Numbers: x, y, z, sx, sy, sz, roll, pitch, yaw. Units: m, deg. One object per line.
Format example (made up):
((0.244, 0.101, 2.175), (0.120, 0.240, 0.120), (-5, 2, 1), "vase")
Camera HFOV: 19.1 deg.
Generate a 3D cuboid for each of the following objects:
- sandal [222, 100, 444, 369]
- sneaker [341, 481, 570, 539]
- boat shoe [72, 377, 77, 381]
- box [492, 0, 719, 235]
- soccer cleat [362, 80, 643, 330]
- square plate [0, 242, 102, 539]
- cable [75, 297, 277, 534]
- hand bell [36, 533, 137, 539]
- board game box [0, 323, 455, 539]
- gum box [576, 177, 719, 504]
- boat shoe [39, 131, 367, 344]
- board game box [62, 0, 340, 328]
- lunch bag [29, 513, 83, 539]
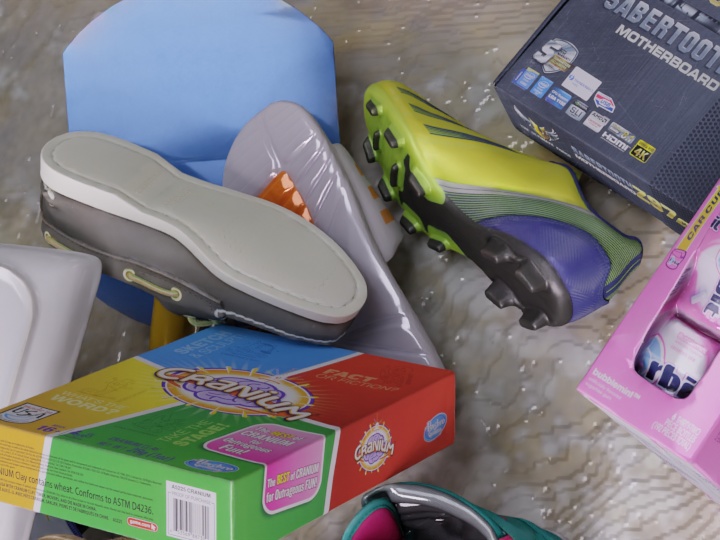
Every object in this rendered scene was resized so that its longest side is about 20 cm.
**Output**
((-0.006, 0.005, 1.184), (0.079, 0.059, 0.208), (-34, 79, 27), "sandal")
((0.005, 0.163, 1.069), (0.199, 0.121, 0.084), (-18, 62, 20), "sneaker")
((-0.126, 0.101, 1.141), (0.198, 0.076, 0.072), (16, 94, -2), "boat shoe")
((0.192, -0.099, 1.113), (0.200, 0.051, 0.158), (37, 80, 33), "box")
((0.073, -0.043, 1.167), (0.083, 0.065, 0.200), (-28, 50, -20), "soccer cleat")
((-0.251, 0.061, 1.099), (0.198, 0.028, 0.200), (9, 66, 7), "square plate")
((-0.099, 0.096, 1.206), (0.097, 0.050, 0.201), (24, 99, -4), "cable")
((-0.063, 0.134, 1.099), (0.104, 0.105, 0.199), (29, 44, 33), "hand bell")
((-0.066, 0.079, 1.052), (0.152, 0.200, 0.041), (10, 107, 30), "board game box")
((0.183, 0.047, 0.977), (0.066, 0.200, 0.114), (32, 88, 33), "gum box")
((-0.088, -0.008, 1.156), (0.201, 0.072, 0.061), (26, 126, 18), "boat shoe")
((-0.087, -0.065, 1.241), (0.157, 0.039, 0.202), (-5, 90, 5), "board game box")
((-0.222, 0.207, 1.149), (0.199, 0.161, 0.083), (-25, 16, 19), "lunch bag")
